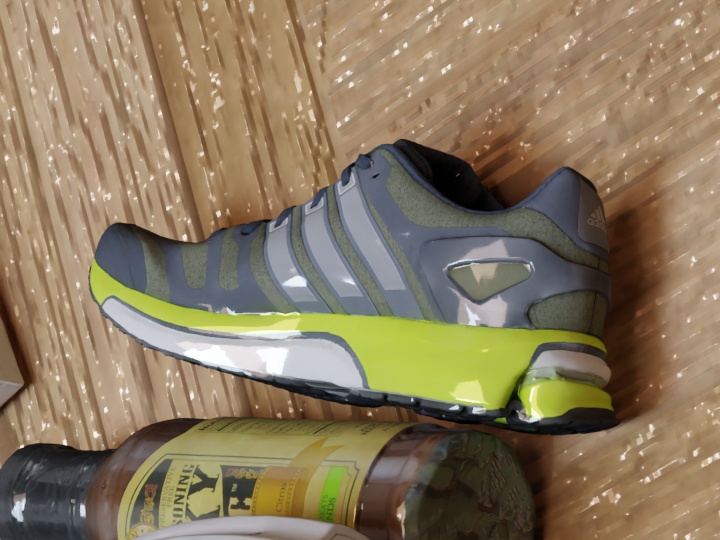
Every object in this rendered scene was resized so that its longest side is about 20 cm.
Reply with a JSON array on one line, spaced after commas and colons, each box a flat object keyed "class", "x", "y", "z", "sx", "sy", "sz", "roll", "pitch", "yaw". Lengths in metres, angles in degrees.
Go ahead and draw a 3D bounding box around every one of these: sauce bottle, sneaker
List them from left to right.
[{"class": "sauce bottle", "x": -0.038, "y": 0.079, "z": 0.927, "sx": 0.199, "sy": 0.065, "sz": 0.065, "roll": -3, "pitch": 82, "yaw": 43}, {"class": "sneaker", "x": 0.000, "y": 0.000, "z": 0.907, "sx": 0.199, "sy": 0.074, "sz": 0.081, "roll": 9, "pitch": 83, "yaw": 36}]

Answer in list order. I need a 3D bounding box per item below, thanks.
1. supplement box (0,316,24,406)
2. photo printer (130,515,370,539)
[{"class": "supplement box", "x": -0.226, "y": 0.042, "z": 1.098, "sx": 0.200, "sy": 0.073, "sz": 0.126, "roll": -40, "pitch": 59, "yaw": 32}, {"class": "photo printer", "x": -0.031, "y": 0.173, "z": 0.862, "sx": 0.166, "sy": 0.069, "sz": 0.201, "roll": -22, "pitch": 90, "yaw": 43}]
